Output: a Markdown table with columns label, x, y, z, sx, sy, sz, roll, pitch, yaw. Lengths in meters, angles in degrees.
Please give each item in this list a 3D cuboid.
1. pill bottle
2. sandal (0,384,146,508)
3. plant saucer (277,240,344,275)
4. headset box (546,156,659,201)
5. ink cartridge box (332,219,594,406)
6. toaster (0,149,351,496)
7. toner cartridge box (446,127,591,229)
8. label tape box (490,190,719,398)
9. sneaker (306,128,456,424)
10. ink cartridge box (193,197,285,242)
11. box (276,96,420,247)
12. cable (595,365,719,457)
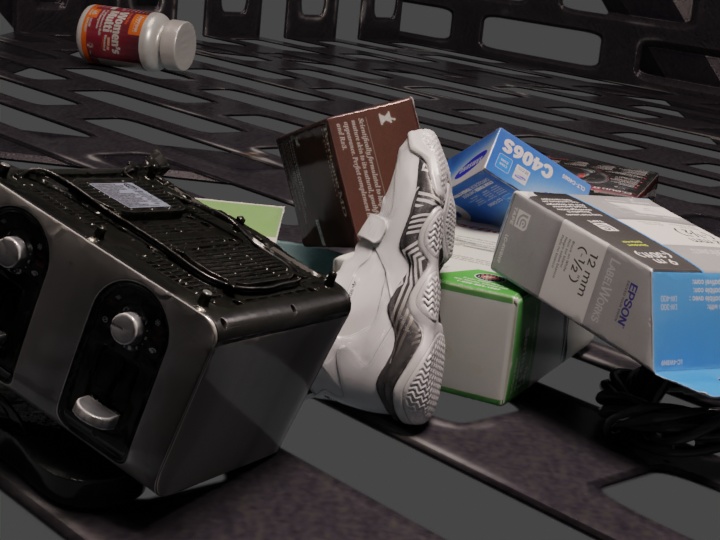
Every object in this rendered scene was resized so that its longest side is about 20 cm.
| label | x | y | z | sx | sy | sz | roll | pitch | yaw |
| --- | --- | --- | --- | --- | --- | --- | --- | --- | --- |
| pill bottle | -0.411 | -0.424 | 2.546 | 0.200 | 0.110 | 0.110 | 10 | 15 | 17 |
| sandal | -0.191 | 0.078 | 0.801 | 0.200 | 0.048 | 0.075 | 19 | 20 | 40 |
| plant saucer | -0.084 | 0.014 | 1.112 | 0.201 | 0.039 | 0.201 | 6 | 14 | -2 |
| headset box | 0.227 | -0.066 | 1.471 | 0.148 | 0.075 | 0.200 | 10 | 15 | 17 |
| ink cartridge box | 0.085 | 0.024 | 1.048 | 0.146 | 0.083 | 0.200 | 12 | 16 | 26 |
| toaster | -0.121 | 0.021 | 0.793 | 0.181 | 0.119 | 0.200 | 31 | 16 | 19 |
| toner cartridge box | 0.098 | -0.050 | 1.174 | 0.095 | 0.043 | 0.200 | 29 | -24 | -16 |
| label tape box | 0.206 | 0.013 | 0.917 | 0.143 | 0.066 | 0.200 | 1 | 21 | -38 |
| sneaker | 0.000 | 0.000 | 0.921 | 0.115 | 0.200 | 0.075 | 2 | -14 | 12 |
| ink cartridge box | -0.135 | 0.012 | 0.988 | 0.145 | 0.048 | 0.200 | 6 | 29 | 1 |
| box | -0.005 | -0.072 | 1.094 | 0.075 | 0.100 | 0.200 | -15 | 4 | -15 |
| cable | 0.243 | 0.085 | 0.939 | 0.200 | 0.051 | 0.163 | -2 | 16 | -26 |
